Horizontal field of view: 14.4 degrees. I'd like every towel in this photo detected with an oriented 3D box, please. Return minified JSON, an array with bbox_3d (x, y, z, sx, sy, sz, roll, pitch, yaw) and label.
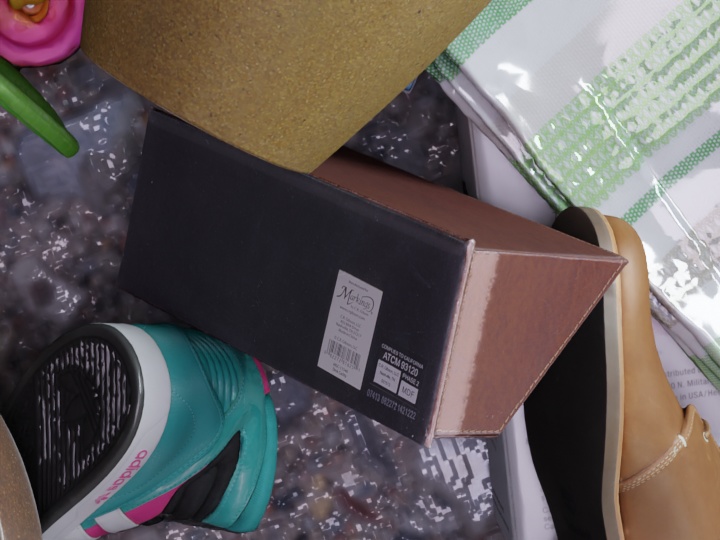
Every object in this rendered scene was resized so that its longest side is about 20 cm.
[{"bbox_3d":[0.136,-0.058,1.036,0.149,0.031,0.200,-41,100,5],"label":"towel"}]

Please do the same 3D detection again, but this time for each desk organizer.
[{"bbox_3d":[0.000,0.000,1.033,0.077,0.200,0.072,4,103,-38],"label":"desk organizer"}]

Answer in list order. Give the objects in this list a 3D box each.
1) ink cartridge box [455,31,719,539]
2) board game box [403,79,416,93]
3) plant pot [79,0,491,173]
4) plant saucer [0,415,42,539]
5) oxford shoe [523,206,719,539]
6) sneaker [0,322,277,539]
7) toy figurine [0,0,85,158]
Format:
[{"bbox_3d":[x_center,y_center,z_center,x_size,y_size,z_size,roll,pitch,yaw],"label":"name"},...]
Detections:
[{"bbox_3d":[0.116,0.002,1.104,0.147,0.086,0.201,-6,101,-3],"label":"ink cartridge box"},{"bbox_3d":[0.002,-0.187,1.081,0.134,0.034,0.201,25,99,-9],"label":"board game box"},{"bbox_3d":[-0.009,-0.141,0.974,0.186,0.186,0.201,27,97,-10],"label":"plant pot"},{"bbox_3d":[-0.173,0.111,1.068,0.034,0.200,0.202,-6,105,-40],"label":"plant saucer"},{"bbox_3d":[0.104,0.067,1.046,0.071,0.071,0.201,-14,111,-16],"label":"oxford shoe"},{"bbox_3d":[-0.101,0.080,1.107,0.200,0.120,0.084,-37,64,39],"label":"sneaker"},{"bbox_3d":[-0.124,-0.174,1.026,0.200,0.150,0.184,40,87,-5],"label":"toy figurine"}]
